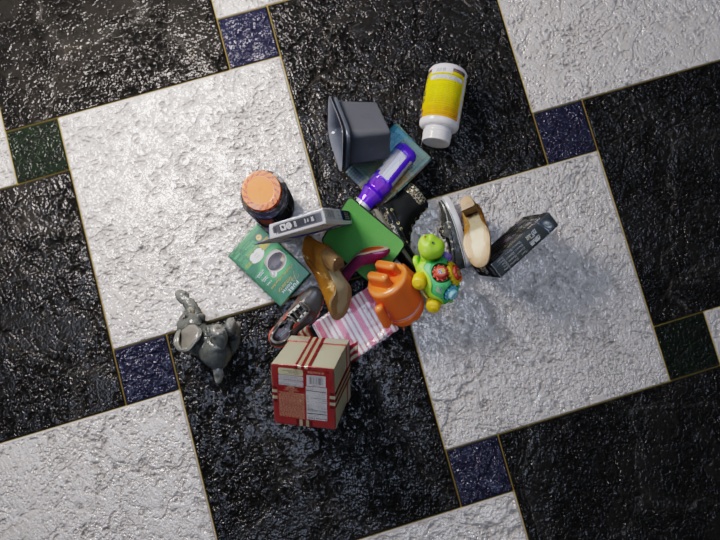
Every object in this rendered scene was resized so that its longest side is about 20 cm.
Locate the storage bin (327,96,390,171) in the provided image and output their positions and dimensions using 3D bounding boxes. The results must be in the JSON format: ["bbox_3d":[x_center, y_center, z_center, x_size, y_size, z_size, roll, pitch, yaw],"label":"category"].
[{"bbox_3d":[-0.004,-0.355,1.392,0.132,0.147,0.202,-6,46,-11],"label":"storage bin"}]

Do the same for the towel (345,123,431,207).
[{"bbox_3d":[0.076,-0.288,1.459,0.200,0.022,0.147,-44,86,-2],"label":"towel"}]

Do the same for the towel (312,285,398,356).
[{"bbox_3d":[-0.013,0.150,1.418,0.198,0.030,0.148,-33,88,-4],"label":"towel"}]

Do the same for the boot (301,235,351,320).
[{"bbox_3d":[-0.092,0.016,1.372,0.070,0.143,0.204,-24,128,-30],"label":"boot"}]

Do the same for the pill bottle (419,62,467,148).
[{"bbox_3d":[0.220,-0.440,1.428,0.107,0.109,0.204,11,85,0],"label":"pill bottle"}]

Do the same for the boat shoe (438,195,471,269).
[{"bbox_3d":[0.243,-0.099,1.424,0.056,0.069,0.203,-18,88,-2],"label":"boat shoe"}]

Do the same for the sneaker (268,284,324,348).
[{"bbox_3d":[-0.165,0.125,1.390,0.077,0.082,0.201,38,86,2],"label":"sneaker"}]

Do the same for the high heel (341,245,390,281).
[{"bbox_3d":[0.000,0.000,1.386,0.197,0.067,0.097,-15,102,30],"label":"high heel"}]

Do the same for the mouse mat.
[{"bbox_3d":[0.005,-0.074,1.400,0.199,0.008,0.162,40,117,7],"label":"mouse mat"}]

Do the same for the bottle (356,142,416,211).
[{"bbox_3d":[0.064,-0.243,1.405,0.065,0.084,0.201,40,89,-5],"label":"bottle"}]

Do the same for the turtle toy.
[{"bbox_3d":[0.195,0.000,1.345,0.100,0.146,0.201,-20,114,30],"label":"turtle toy"}]

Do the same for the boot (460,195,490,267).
[{"bbox_3d":[0.309,-0.083,1.367,0.070,0.144,0.204,-17,64,21],"label":"boot"}]

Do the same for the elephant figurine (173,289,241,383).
[{"bbox_3d":[-0.420,0.165,1.375,0.197,0.156,0.143,14,129,11],"label":"elephant figurine"}]

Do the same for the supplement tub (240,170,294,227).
[{"bbox_3d":[-0.237,-0.182,1.355,0.120,0.200,0.125,0,85,-2],"label":"supplement tub"}]

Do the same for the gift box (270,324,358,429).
[{"bbox_3d":[-0.108,0.254,1.311,0.181,0.187,0.204,7,106,9],"label":"gift box"}]

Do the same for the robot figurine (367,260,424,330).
[{"bbox_3d":[0.094,0.062,1.362,0.115,0.145,0.201,-22,127,16],"label":"robot figurine"}]

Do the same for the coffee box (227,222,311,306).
[{"bbox_3d":[-0.242,-0.014,1.419,0.199,0.044,0.123,41,87,3],"label":"coffee box"}]

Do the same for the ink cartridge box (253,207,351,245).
[{"bbox_3d":[-0.143,-0.110,1.325,0.197,0.198,0.044,-15,91,17],"label":"ink cartridge box"}]

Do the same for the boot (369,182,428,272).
[{"bbox_3d":[0.135,-0.116,1.420,0.153,0.073,0.205,-39,99,-14],"label":"boot"}]

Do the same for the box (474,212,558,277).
[{"bbox_3d":[0.394,-0.066,1.375,0.199,0.160,0.044,-41,95,-4],"label":"box"}]
